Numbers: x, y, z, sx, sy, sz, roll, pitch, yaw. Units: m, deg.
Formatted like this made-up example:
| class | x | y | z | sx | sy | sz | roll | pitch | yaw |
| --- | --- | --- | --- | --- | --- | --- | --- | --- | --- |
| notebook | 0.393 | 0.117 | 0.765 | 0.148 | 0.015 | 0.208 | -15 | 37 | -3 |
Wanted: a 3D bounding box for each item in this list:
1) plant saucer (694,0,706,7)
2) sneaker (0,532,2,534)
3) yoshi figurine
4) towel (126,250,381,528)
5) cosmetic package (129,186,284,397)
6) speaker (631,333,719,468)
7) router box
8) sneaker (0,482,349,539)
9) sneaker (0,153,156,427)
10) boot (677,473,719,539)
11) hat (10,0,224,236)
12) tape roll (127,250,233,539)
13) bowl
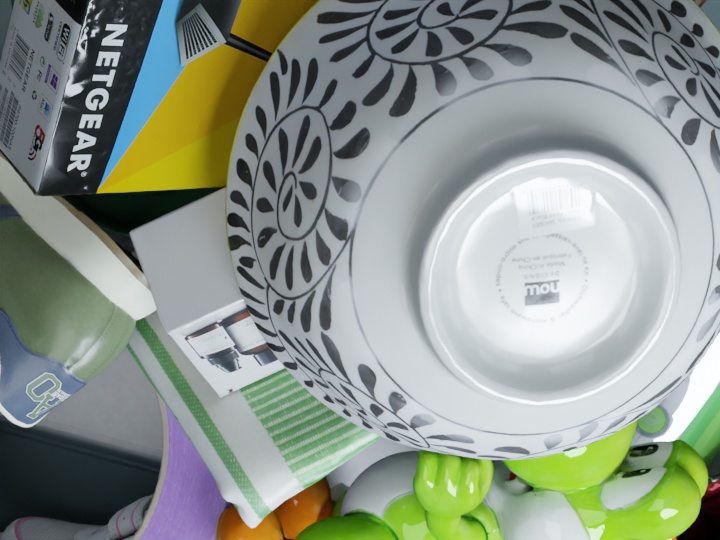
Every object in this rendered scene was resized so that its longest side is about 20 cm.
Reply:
| class | x | y | z | sx | sy | sz | roll | pitch | yaw |
| --- | --- | --- | --- | --- | --- | --- | --- | --- | --- |
| plant saucer | 0.103 | -0.150 | 0.734 | 0.034 | 0.199 | 0.202 | 37 | 115 | 35 |
| sneaker | -0.255 | 0.175 | 0.965 | 0.198 | 0.085 | 0.073 | -10 | 106 | 16 |
| yoshi figurine | 0.040 | 0.082 | 0.791 | 0.198 | 0.113 | 0.112 | -14 | 146 | 23 |
| towel | 0.000 | 0.000 | 0.803 | 0.199 | 0.153 | 0.023 | -34 | 143 | -6 |
| cosmetic package | 0.018 | -0.021 | 0.742 | 0.199 | 0.083 | 0.051 | -25 | 68 | 1 |
| speaker | 0.118 | 0.070 | 0.851 | 0.088 | 0.088 | 0.201 | 31 | 110 | 1 |
| router box | -0.040 | -0.126 | 0.681 | 0.051 | 0.148 | 0.201 | 45 | 128 | 38 |
| sneaker | -0.078 | 0.131 | 0.922 | 0.198 | 0.081 | 0.089 | 4 | 104 | 4 |
| sneaker | -0.167 | -0.004 | 0.824 | 0.090 | 0.200 | 0.067 | -51 | 136 | -5 |
| boot | 0.140 | 0.173 | 0.853 | 0.202 | 0.074 | 0.154 | -29 | 130 | 12 |
| hat | -0.128 | -0.123 | 0.767 | 0.165 | 0.175 | 0.201 | 29 | 100 | 35 |
| tape roll | -0.139 | 0.089 | 0.873 | 0.198 | 0.066 | 0.202 | -5 | 74 | 18 |
| bowl | 0.056 | -0.011 | 0.654 | 0.199 | 0.094 | 0.203 | -3 | 109 | -7 |
